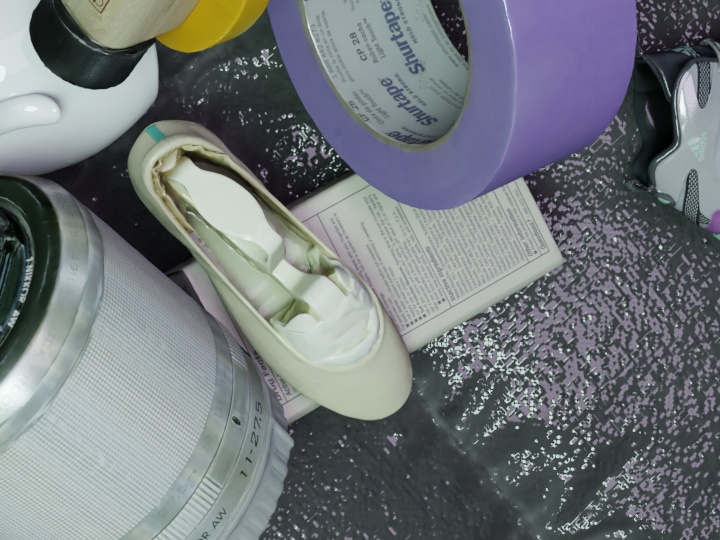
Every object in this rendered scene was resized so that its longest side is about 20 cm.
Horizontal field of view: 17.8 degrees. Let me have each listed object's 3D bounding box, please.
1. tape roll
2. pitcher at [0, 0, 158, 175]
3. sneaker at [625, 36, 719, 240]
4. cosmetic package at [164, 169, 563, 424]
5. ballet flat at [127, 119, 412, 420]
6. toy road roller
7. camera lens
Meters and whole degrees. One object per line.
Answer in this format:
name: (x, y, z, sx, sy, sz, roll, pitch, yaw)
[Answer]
tape roll: (0.041, -0.138, 1.163, 0.085, 0.200, 0.201, -23, 94, -32)
pitcher: (-0.200, -0.089, 1.158, 0.199, 0.172, 0.122, -16, 124, -17)
sneaker: (0.214, -0.126, 1.342, 0.139, 0.078, 0.201, 23, 79, -16)
cosmetic package: (0.000, 0.000, 1.265, 0.199, 0.073, 0.104, -28, 95, -18)
ballet flat: (-0.042, 0.002, 1.179, 0.200, 0.069, 0.070, 45, 75, -10)
toy road roller: (-0.115, -0.197, 1.121, 0.146, 0.123, 0.200, -26, 74, -45)
camera lens: (-0.148, 0.062, 1.112, 0.200, 0.159, 0.161, 43, 72, -42)
